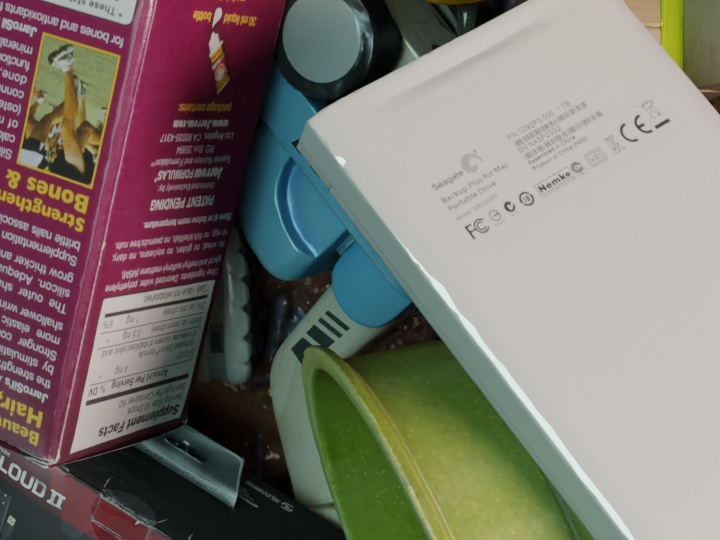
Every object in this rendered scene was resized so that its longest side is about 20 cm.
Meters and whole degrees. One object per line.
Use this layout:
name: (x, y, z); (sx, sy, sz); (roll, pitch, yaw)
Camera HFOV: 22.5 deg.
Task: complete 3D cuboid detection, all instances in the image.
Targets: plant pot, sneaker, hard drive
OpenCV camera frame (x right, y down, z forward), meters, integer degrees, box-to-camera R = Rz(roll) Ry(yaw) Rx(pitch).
plant pot: (0.102, 0.086, 0.665); (0.190, 0.200, 0.200); (-22, 83, -12)
sneaker: (-0.091, -0.048, 0.785); (0.082, 0.075, 0.200); (-5, 90, 2)
hard drive: (0.089, 0.003, 0.597); (0.132, 0.026, 0.200); (-30, 75, -26)

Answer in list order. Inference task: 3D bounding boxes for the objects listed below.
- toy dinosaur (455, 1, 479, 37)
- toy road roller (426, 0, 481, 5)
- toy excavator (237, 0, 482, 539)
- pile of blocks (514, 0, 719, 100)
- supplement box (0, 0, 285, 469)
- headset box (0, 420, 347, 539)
toy dinosaur: (0.039, -0.168, 0.740); (0.102, 0.077, 0.200); (-3, 75, 23)
toy road roller: (0.079, -0.185, 0.609); (0.200, 0.146, 0.123); (-11, 70, 18)
toy excavator: (0.000, 0.000, 0.764); (0.200, 0.100, 0.195); (-43, 78, 29)
pile of blocks: (0.149, -0.099, 0.702); (0.200, 0.082, 0.062); (1, 89, -4)
supplement box: (-0.121, -0.044, 0.697); (0.131, 0.103, 0.200); (20, 102, 23)
headset box: (-0.103, 0.151, 0.778); (0.148, 0.075, 0.200); (29, 115, 17)
